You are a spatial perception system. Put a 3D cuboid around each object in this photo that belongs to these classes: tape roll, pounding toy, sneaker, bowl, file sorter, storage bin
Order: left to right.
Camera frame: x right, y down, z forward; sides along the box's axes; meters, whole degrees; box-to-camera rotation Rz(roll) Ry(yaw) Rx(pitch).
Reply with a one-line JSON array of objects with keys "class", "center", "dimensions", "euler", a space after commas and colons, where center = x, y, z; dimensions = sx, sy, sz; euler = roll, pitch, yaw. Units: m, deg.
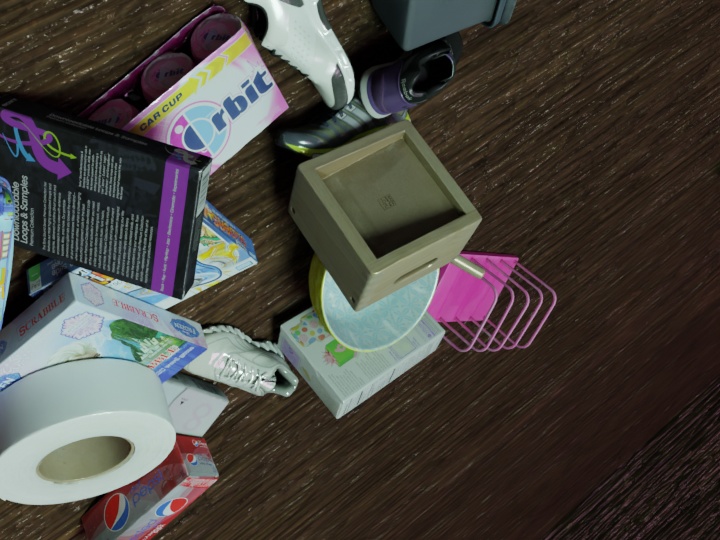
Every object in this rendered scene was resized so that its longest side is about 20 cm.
[{"class": "tape roll", "center": [-0.314, 0.184, 0.882], "dimensions": [0.202, 0.071, 0.203], "euler": [-18, 148, -12]}, {"class": "sneaker", "center": [-0.161, 0.129, 1.071], "dimensions": [0.200, 0.081, 0.075], "euler": [19, 110, -50]}, {"class": "sneaker", "center": [-0.070, -0.248, 0.841], "dimensions": [0.080, 0.074, 0.200], "euler": [-38, 134, -8]}, {"class": "sneaker", "center": [-0.020, -0.188, 0.953], "dimensions": [0.200, 0.074, 0.081], "euler": [-23, 124, -36]}, {"class": "bowl", "center": [0.000, 0.000, 1.082], "dimensions": [0.200, 0.108, 0.201], "euler": [-15, 117, -33]}, {"class": "pounding toy", "center": [0.046, -0.055, 0.945], "dimensions": [0.200, 0.184, 0.142], "euler": [-27, 162, -24]}, {"class": "sneaker", "center": [0.089, -0.241, 0.943], "dimensions": [0.200, 0.087, 0.076], "euler": [-46, 122, -39]}, {"class": "storage bin", "center": [0.084, -0.343, 0.850], "dimensions": [0.134, 0.146, 0.200], "euler": [-28, 165, -11]}, {"class": "file sorter", "center": [0.225, 0.060, 1.368], "dimensions": [0.200, 0.125, 0.139], "euler": [2, 121, -47]}]

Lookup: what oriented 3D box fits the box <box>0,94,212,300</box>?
[{"class": "box", "center": [-0.244, -0.066, 0.729], "dimensions": [0.036, 0.200, 0.143], "euler": [-72, 179, -57]}]

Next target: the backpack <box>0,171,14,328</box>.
[{"class": "backpack", "center": [-0.403, -0.025, 0.638], "dimensions": [0.200, 0.135, 0.183], "euler": [0, 121, -42]}]

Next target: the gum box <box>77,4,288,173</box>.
[{"class": "gum box", "center": [-0.176, -0.162, 0.802], "dimensions": [0.200, 0.066, 0.114], "euler": [-42, 144, -8]}]

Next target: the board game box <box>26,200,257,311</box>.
[{"class": "board game box", "center": [-0.230, -0.005, 0.843], "dimensions": [0.200, 0.035, 0.135], "euler": [-26, 149, 11]}]

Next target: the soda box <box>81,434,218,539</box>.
[{"class": "soda box", "center": [-0.288, 0.311, 1.076], "dimensions": [0.200, 0.070, 0.063], "euler": [-42, 146, 15]}]

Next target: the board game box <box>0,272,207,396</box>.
[{"class": "board game box", "center": [-0.310, 0.103, 0.876], "dimensions": [0.200, 0.041, 0.199], "euler": [-37, 146, 15]}]

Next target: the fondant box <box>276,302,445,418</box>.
[{"class": "fondant box", "center": [0.001, 0.098, 1.139], "dimensions": [0.200, 0.144, 0.058], "euler": [-30, 157, -30]}]

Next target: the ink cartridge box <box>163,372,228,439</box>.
[{"class": "ink cartridge box", "center": [-0.293, 0.222, 1.045], "dimensions": [0.200, 0.057, 0.162], "euler": [-55, 144, 1]}]
